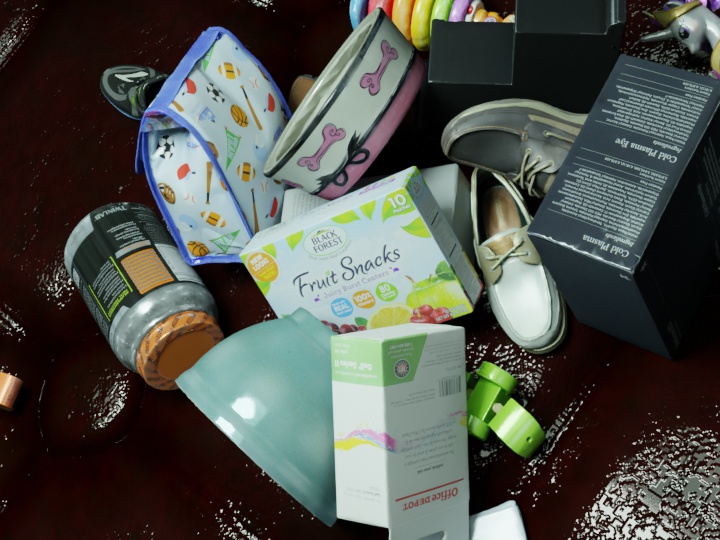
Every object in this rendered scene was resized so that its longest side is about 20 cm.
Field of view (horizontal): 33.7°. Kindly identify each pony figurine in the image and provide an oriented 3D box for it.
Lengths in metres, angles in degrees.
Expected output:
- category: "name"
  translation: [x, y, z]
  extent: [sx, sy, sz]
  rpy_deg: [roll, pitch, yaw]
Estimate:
- category: "pony figurine"
  translation: [0.387, -0.230, 1.115]
  extent: [0.193, 0.166, 0.201]
  rpy_deg: [-43, 69, 10]

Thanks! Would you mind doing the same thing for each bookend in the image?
- category: "bookend"
  translation: [0.147, -0.217, 1.152]
  extent: [0.197, 0.199, 0.093]
  rpy_deg: [2, 65, 7]

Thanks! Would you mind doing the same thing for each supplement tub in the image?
- category: "supplement tub"
  translation: [-0.234, 0.028, 1.301]
  extent: [0.122, 0.123, 0.200]
  rpy_deg: [-40, 54, 3]

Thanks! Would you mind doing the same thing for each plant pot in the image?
- category: "plant pot"
  translation: [-0.056, 0.122, 1.120]
  extent: [0.134, 0.201, 0.200]
  rpy_deg: [-47, 54, -7]

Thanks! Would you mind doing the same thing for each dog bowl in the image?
- category: "dog bowl"
  translation: [-0.011, -0.157, 1.179]
  extent: [0.201, 0.073, 0.200]
  rpy_deg: [-53, 12, 16]

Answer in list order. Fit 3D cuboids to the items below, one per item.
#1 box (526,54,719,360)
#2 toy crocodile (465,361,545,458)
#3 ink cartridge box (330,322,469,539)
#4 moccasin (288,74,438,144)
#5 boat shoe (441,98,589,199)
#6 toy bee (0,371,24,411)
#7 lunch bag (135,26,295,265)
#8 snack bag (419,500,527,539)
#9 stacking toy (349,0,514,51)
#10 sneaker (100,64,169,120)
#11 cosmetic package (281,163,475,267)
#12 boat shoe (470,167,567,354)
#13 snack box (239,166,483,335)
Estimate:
- category: "box"
  translation: [0.252, -0.051, 1.045]
  extent: [0.103, 0.200, 0.183]
  rpy_deg: [22, 75, 32]
- category: "toy crocodile"
  translation: [0.090, 0.115, 1.135]
  extent: [0.199, 0.062, 0.068]
  rpy_deg: [23, 77, 39]
- category: "ink cartridge box"
  translation: [0.037, 0.153, 1.051]
  extent: [0.067, 0.116, 0.203]
  rpy_deg: [1, 95, 44]
- category: "moccasin"
  translation: [0.000, -0.166, 1.313]
  extent: [0.200, 0.073, 0.079]
  rpy_deg: [15, 86, 28]
- category: "boat shoe"
  translation: [0.177, -0.113, 1.145]
  extent: [0.197, 0.075, 0.074]
  rpy_deg: [2, 52, -6]
- category: "toy bee"
  translation: [-0.482, 0.117, 1.410]
  extent: [0.199, 0.109, 0.131]
  rpy_deg: [39, 77, 11]
- category: "lunch bag"
  translation: [-0.152, -0.133, 1.266]
  extent: [0.122, 0.201, 0.171]
  rpy_deg: [-2, 40, 24]
- category: "snack bag"
  translation: [0.080, 0.316, 1.056]
  extent: [0.187, 0.021, 0.202]
  rpy_deg: [-20, 58, 17]
- category: "stacking toy"
  translation: [0.095, -0.282, 1.317]
  extent: [0.198, 0.110, 0.117]
  rpy_deg: [19, 72, 21]
- category: "sneaker"
  translation: [-0.249, -0.217, 1.457]
  extent: [0.199, 0.083, 0.071]
  rpy_deg: [28, 79, 35]
- category: "cosmetic package"
  translation: [0.017, -0.038, 1.237]
  extent: [0.198, 0.071, 0.103]
  rpy_deg: [-6, 61, 24]
- category: "boat shoe"
  translation: [0.144, -0.014, 1.162]
  extent: [0.074, 0.068, 0.202]
  rpy_deg: [-25, 57, 14]
- category: "snack box"
  translation: [0.000, 0.000, 1.161]
  extent: [0.199, 0.143, 0.053]
  rpy_deg: [-21, 19, 30]
